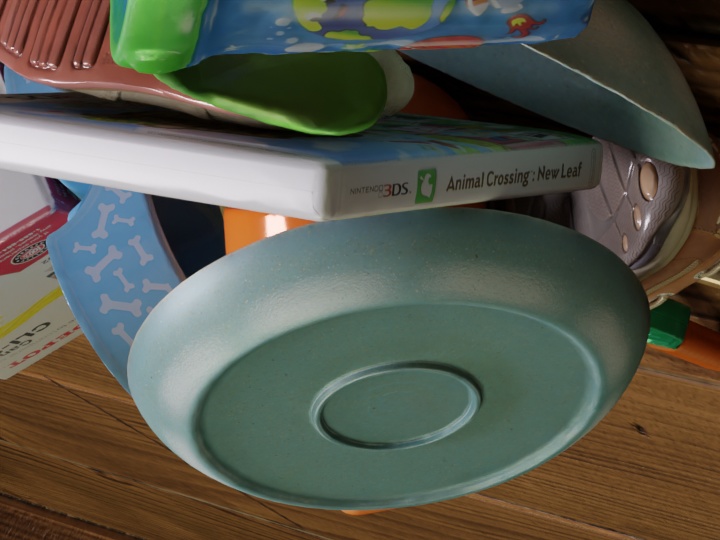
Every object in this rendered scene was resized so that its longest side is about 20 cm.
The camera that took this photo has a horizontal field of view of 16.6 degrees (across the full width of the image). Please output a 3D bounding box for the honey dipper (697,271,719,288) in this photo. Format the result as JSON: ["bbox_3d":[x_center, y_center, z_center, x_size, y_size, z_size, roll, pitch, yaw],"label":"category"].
[{"bbox_3d":[0.146,-0.005,1.124,0.199,0.038,0.038,16,167,6],"label":"honey dipper"}]

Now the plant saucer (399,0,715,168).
[{"bbox_3d":[0.039,-0.094,0.860,0.200,0.039,0.201,25,179,1],"label":"plant saucer"}]

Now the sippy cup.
[{"bbox_3d":[0.003,-0.116,0.672,0.129,0.141,0.178,5,174,-9],"label":"sippy cup"}]

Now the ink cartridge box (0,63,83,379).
[{"bbox_3d":[-0.181,-0.019,1.233,0.084,0.145,0.200,63,-166,14],"label":"ink cartridge box"}]

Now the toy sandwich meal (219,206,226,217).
[{"bbox_3d":[-0.003,-0.019,1.242,0.204,0.071,0.205,29,176,2],"label":"toy sandwich meal"}]

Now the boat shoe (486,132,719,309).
[{"bbox_3d":[0.107,-0.010,1.035,0.071,0.076,0.200,-1,170,-22],"label":"boat shoe"}]

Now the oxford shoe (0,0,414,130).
[{"bbox_3d":[-0.067,-0.085,0.874,0.200,0.071,0.074,25,-177,41],"label":"oxford shoe"}]

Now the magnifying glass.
[{"bbox_3d":[0.139,0.025,1.193,0.079,0.023,0.200,12,174,30],"label":"magnifying glass"}]

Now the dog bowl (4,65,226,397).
[{"bbox_3d":[-0.102,-0.030,1.127,0.049,0.201,0.111,-29,144,12],"label":"dog bowl"}]

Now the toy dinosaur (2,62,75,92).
[{"bbox_3d":[-0.161,-0.128,1.009,0.181,0.105,0.200,45,176,-9],"label":"toy dinosaur"}]

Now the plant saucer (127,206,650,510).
[{"bbox_3d":[0.013,0.043,0.930,0.199,0.028,0.201,-6,149,-3],"label":"plant saucer"}]

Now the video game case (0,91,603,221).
[{"bbox_3d":[-0.040,-0.046,0.903,0.199,0.022,0.182,10,-169,34],"label":"video game case"}]

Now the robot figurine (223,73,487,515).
[{"bbox_3d":[-0.001,0.000,1.059,0.116,0.201,0.144,-4,-175,10],"label":"robot figurine"}]
